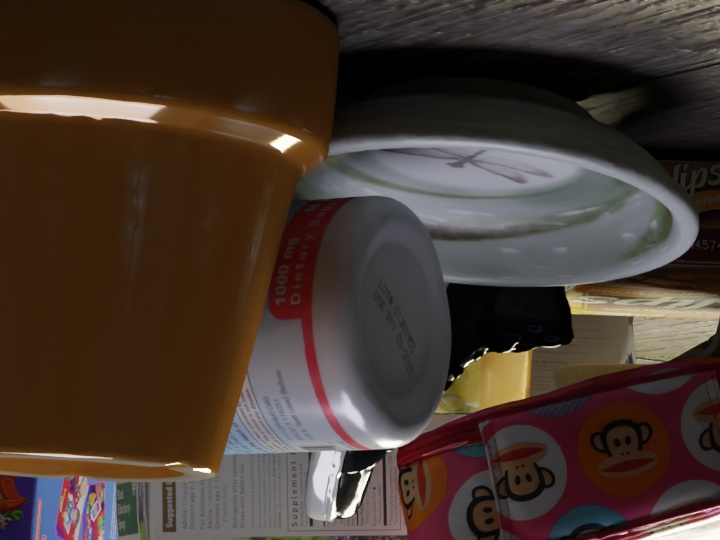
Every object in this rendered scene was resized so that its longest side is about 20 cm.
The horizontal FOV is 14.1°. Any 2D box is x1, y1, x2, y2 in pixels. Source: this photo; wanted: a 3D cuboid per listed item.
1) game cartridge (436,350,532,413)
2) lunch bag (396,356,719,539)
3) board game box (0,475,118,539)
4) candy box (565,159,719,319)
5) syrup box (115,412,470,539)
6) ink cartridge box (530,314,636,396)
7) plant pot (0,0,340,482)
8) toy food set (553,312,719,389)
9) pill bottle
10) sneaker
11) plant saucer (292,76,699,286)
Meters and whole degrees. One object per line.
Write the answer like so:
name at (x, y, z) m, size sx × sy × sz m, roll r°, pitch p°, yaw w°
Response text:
game cartridge at (-0.005, 0.043, 1.598) m, size 0.200 × 0.032 × 0.176 m, roll 6°, pitch 139°, yaw 6°
lunch bag at (0.123, 0.108, 1.408) m, size 0.200 × 0.082 × 0.176 m, roll -12°, pitch 162°, yaw 4°
board game box at (-0.178, 0.072, 1.716) m, size 0.045 × 0.200 × 0.134 m, roll 1°, pitch 171°, yaw 19°
candy box at (0.166, -0.014, 1.476) m, size 0.115 × 0.055 × 0.200 m, roll 2°, pitch 171°, yaw -6°
syrup box at (-0.025, 0.117, 1.541) m, size 0.200 × 0.081 × 0.079 m, roll 0°, pitch 173°, yaw -15°
ink cartridge box at (0.062, 0.075, 1.743) m, size 0.198 × 0.200 × 0.043 m, roll 2°, pitch 130°, yaw 16°
plant pot at (-0.114, -0.012, 1.149) m, size 0.200 × 0.183 × 0.200 m, roll 4°, pitch 172°, yaw 1°
toy food set at (0.202, 0.034, 1.454) m, size 0.143 × 0.060 × 0.200 m, roll 1°, pitch 163°, yaw -21°
pill bottle at (-0.070, 0.027, 1.278) m, size 0.200 × 0.109 × 0.109 m, roll -4°, pitch 169°, yaw 27°
sneaker at (0.043, 0.043, 1.412) m, size 0.112 × 0.200 × 0.073 m, roll 13°, pitch -158°, yaw -2°
plant saucer at (0.050, -0.044, 1.278) m, size 0.200 × 0.050 × 0.200 m, roll 5°, pitch 164°, yaw 2°
